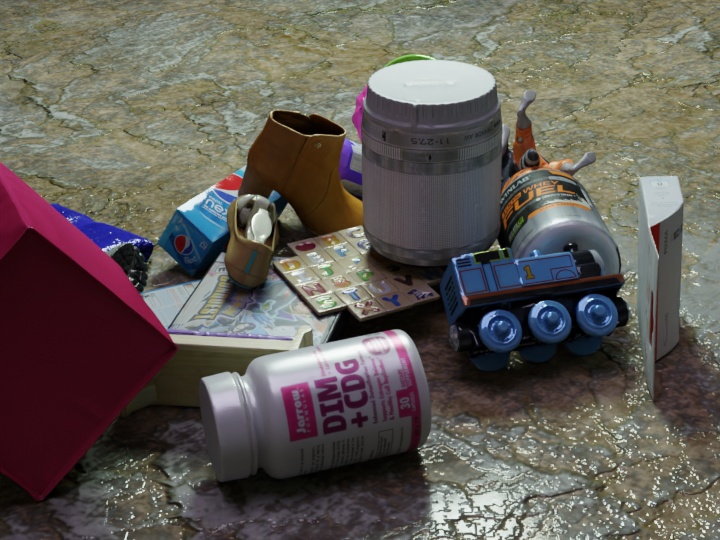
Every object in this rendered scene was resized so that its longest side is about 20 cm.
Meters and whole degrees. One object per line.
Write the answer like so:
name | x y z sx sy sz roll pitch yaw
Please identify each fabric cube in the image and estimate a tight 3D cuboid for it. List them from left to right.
fabric cube | -0.325 0.051 1.268 0.200 0.196 0.199 -46 35 -1

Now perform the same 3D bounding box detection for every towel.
towel | -0.371 -0.034 1.690 0.198 0.050 0.147 19 34 38

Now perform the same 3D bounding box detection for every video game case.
video game case | -0.151 0.043 1.548 0.197 0.018 0.143 -13 27 -19
video game case | -0.101 0.038 1.502 0.178 0.026 0.201 4 27 12

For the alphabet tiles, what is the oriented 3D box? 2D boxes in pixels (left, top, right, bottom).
alphabet tiles | 0.000 0.000 1.532 0.164 0.006 0.200 -15 30 -22

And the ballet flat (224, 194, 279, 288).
ballet flat | -0.119 -0.050 1.570 0.068 0.064 0.201 19 26 -15

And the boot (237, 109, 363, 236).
boot | -0.042 -0.116 1.660 0.199 0.145 0.071 16 45 -20

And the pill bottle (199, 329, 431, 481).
pill bottle | -0.043 0.128 1.254 0.197 0.115 0.113 -11 27 -15

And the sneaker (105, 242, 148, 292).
sneaker | -0.322 0.044 1.522 0.085 0.078 0.200 -13 19 36

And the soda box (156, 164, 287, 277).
soda box | -0.163 -0.072 1.702 0.064 0.068 0.200 41 39 7

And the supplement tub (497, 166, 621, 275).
supplement tub | 0.220 -0.039 1.558 0.120 0.124 0.201 -4 25 -3

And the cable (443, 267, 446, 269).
cable | 0.115 -0.050 1.666 0.096 0.051 0.200 1 25 36

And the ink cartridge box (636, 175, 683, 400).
ink cartridge box | 0.314 0.014 1.397 0.046 0.162 0.201 -1 26 6

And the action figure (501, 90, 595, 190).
action figure | 0.184 -0.141 1.717 0.199 0.194 0.105 36 56 1

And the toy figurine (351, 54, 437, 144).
toy figurine | 0.068 -0.202 1.853 0.199 0.151 0.184 33 20 13

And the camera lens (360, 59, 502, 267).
camera lens | 0.080 -0.116 1.524 0.157 0.203 0.161 -1 27 1

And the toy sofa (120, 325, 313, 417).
toy sofa | -0.144 0.093 1.369 0.197 0.084 0.098 3 27 11

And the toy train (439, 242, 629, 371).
toy train | 0.180 0.032 1.413 0.197 0.087 0.116 -9 69 -12

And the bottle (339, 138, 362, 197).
bottle | -0.040 -0.145 1.767 0.083 0.066 0.199 13 -2 37
